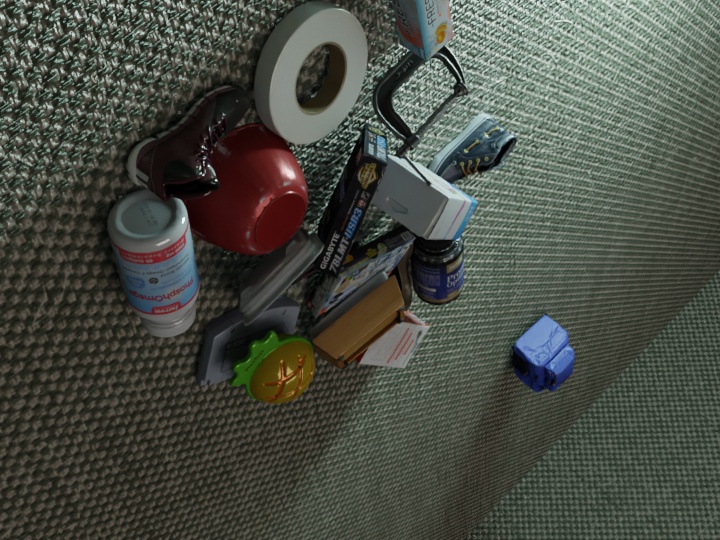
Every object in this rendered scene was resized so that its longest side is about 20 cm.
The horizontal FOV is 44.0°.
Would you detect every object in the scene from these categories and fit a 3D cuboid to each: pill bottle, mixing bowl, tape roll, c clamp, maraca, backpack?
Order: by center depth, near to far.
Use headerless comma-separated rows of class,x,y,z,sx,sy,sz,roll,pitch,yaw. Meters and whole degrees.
pill bottle,-0.280,-0.003,1.229,0.108,0.108,0.202,-33,145,-28
tape roll,-0.068,-0.281,1.281,0.201,0.037,0.206,-35,141,-33
mixing bowl,-0.149,-0.099,1.310,0.199,0.108,0.202,-35,147,-27
c clamp,0.107,-0.270,1.459,0.201,0.170,0.027,-52,-170,-11
maraca,-0.149,0.164,1.522,0.138,0.107,0.199,-52,150,3
pill bottle,0.154,-0.031,1.796,0.111,0.111,0.202,-38,148,-21
backpack,0.527,0.265,2.575,0.161,0.168,0.201,-34,150,-15

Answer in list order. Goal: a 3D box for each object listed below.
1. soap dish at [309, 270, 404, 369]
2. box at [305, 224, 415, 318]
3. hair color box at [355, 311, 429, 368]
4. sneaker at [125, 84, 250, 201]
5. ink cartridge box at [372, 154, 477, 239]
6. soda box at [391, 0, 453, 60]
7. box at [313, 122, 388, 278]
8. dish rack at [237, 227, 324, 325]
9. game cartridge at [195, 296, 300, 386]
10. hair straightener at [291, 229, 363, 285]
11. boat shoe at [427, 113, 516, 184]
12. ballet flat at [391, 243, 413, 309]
soap dish,0.000,0.100,1.698,0.199,0.082,0.158,-38,167,-7
box,0.000,0.000,1.642,0.198,0.040,0.138,-28,161,-38
hair color box,0.055,0.141,1.891,0.199,0.064,0.112,16,108,-57
sneaker,-0.200,-0.155,1.171,0.199,0.115,0.076,-41,149,-17
ink cartridge box,0.107,-0.125,1.557,0.086,0.143,0.199,-60,163,14
soda box,0.087,-0.418,1.340,0.068,0.063,0.201,-42,148,-15
box,-0.015,-0.117,1.422,0.201,0.049,0.201,-90,-158,-67
dish rack,-0.135,-0.003,1.397,0.171,0.044,0.200,-44,-167,1
game cartridge,-0.194,0.117,1.550,0.198,0.040,0.135,-18,140,-44
hair straightener,-0.074,-0.035,1.560,0.198,0.041,0.078,-25,141,-32
boat shoe,0.208,-0.207,1.703,0.201,0.091,0.071,-48,150,-6
ballet flat,0.075,0.003,1.775,0.046,0.068,0.203,-20,137,-20
